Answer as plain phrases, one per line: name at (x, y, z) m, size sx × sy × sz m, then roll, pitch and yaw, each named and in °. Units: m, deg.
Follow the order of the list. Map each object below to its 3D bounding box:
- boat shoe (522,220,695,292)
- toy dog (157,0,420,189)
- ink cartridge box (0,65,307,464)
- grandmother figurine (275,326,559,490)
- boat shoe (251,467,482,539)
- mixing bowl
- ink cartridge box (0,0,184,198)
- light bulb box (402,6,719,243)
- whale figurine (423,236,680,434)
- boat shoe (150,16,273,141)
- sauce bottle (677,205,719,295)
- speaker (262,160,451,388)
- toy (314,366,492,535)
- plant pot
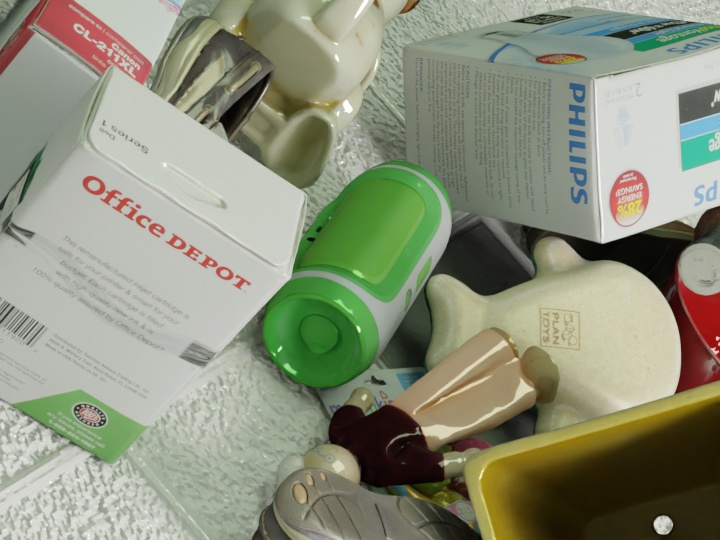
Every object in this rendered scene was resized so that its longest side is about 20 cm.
boat shoe at (0.213, -0.035, 1.942) m, size 0.200 × 0.072 × 0.068 m, roll 16°, pitch 44°, yaw -35°
toy dog at (-0.032, -0.195, 1.763) m, size 0.139 × 0.194 × 0.200 m, roll 32°, pitch 43°, yaw -2°
ink cartridge box at (-0.145, -0.001, 1.421) m, size 0.146 × 0.200 × 0.084 m, roll 34°, pitch 36°, yaw -16°
grandmother figurine at (0.027, 0.102, 1.567) m, size 0.200 × 0.121 × 0.061 m, roll -30°, pitch 116°, yaw -29°
boat shoe at (0.012, 0.182, 1.506) m, size 0.200 × 0.073 × 0.075 m, roll 27°, pitch 32°, yaw -32°
mixing bowl at (0.287, 0.085, 1.853) m, size 0.200 × 0.108 × 0.200 m, roll 27°, pitch 34°, yaw -20°
ink cartridge box at (-0.188, -0.139, 1.572) m, size 0.083 × 0.146 × 0.200 m, roll 36°, pitch 35°, yaw -13°
light bulb box at (0.169, -0.114, 1.818) m, size 0.198 × 0.125 × 0.200 m, roll -17°, pitch 21°, yaw -39°
whale figurine at (0.128, 0.056, 1.746) m, size 0.199 × 0.104 × 0.160 m, roll 6°, pitch 72°, yaw -22°
boat shoe at (-0.114, -0.075, 1.572) m, size 0.073 × 0.075 × 0.200 m, roll 21°, pitch 66°, yaw 8°
sauce bottle at (0.290, -0.030, 1.842) m, size 0.066 × 0.066 × 0.200 m, roll 47°, pitch 33°, yaw 4°
speaker at (0.000, 0.000, 1.675) m, size 0.088 × 0.088 × 0.200 m, roll 41°, pitch 34°, yaw -5°
toy at (0.061, 0.137, 1.624) m, size 0.115 × 0.047 × 0.200 m, roll -1°, pitch 55°, yaw -47°
plant pot at (0.196, 0.194, 1.550) m, size 0.200 × 0.194 × 0.196 m, roll 37°, pitch 37°, yaw -75°
